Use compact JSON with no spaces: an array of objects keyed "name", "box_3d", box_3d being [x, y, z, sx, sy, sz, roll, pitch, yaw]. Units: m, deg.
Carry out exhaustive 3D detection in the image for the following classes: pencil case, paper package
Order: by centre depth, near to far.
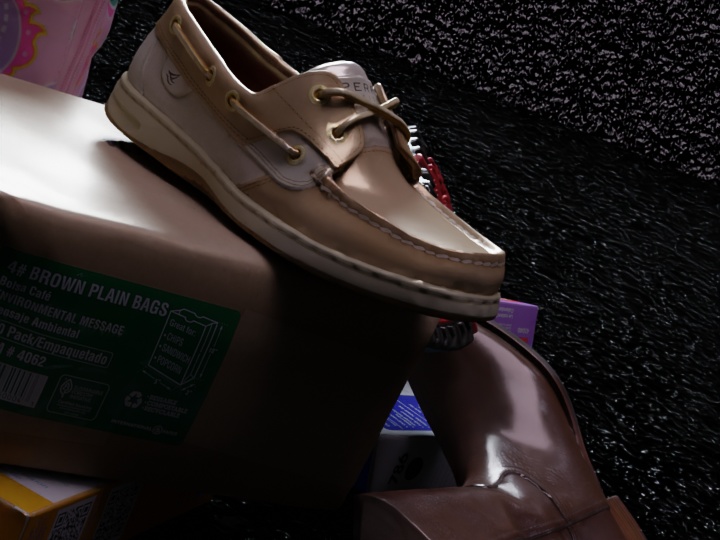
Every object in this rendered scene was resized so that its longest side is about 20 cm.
[{"name":"paper package","box_3d":[-0.101,0.002,0.692,0.199,0.104,0.191,15,15,-34]},{"name":"pencil case","box_3d":[-0.168,-0.062,0.797,0.087,0.201,0.087,16,14,-4]}]

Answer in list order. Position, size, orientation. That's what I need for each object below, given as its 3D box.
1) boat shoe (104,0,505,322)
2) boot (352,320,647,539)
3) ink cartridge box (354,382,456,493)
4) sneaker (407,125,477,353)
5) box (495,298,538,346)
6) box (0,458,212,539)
[{"name":"boat shoe","box_3d":[-0.020,-0.049,0.656,0.200,0.069,0.074,33,16,31]},{"name":"boot","box_3d":[0.036,0.091,0.745,0.187,0.064,0.200,50,26,20]},{"name":"ink cartridge box","box_3d":[0.014,0.078,0.899,0.099,0.039,0.200,33,15,38]},{"name":"sneaker","box_3d":[0.000,0.000,0.821,0.200,0.095,0.080,-83,148,-71]},{"name":"box","box_3d":[-0.011,0.021,0.997,0.137,0.039,0.200,10,2,43]},{"name":"box","box_3d":[-0.135,0.066,0.692,0.119,0.042,0.200,27,11,17]}]
